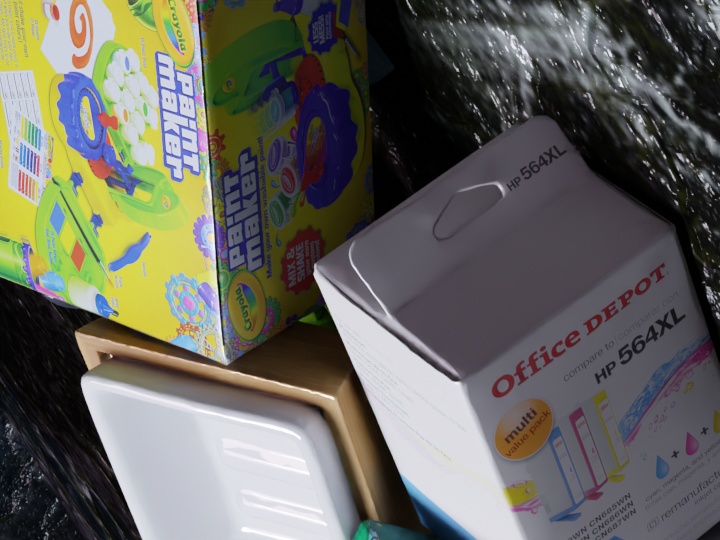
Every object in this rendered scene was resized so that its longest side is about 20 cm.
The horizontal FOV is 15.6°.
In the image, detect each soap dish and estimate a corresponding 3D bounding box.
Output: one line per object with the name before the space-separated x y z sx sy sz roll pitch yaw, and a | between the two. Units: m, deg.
soap dish | -0.046 0.104 1.353 0.156 0.081 0.201 12 140 29

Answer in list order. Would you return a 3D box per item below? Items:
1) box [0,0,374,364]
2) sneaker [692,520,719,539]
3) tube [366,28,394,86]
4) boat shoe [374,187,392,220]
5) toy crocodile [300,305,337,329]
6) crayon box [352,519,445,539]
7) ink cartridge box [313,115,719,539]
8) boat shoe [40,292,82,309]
box | -0.104 -0.089 1.313 0.192 0.122 0.201 20 125 35
sneaker | 0.178 0.163 1.284 0.200 0.070 0.100 20 138 58
tube | -0.062 -0.083 1.413 0.078 0.050 0.200 50 131 3
boat shoe | -0.011 -0.024 1.479 0.060 0.076 0.200 -37 96 31
toy crocodile | 0.000 0.000 1.406 0.199 0.062 0.068 -3 131 31
crayon box | 0.093 0.194 1.289 0.199 0.059 0.119 17 -163 -27
ink cartridge box | 0.080 0.042 1.222 0.125 0.128 0.201 38 158 48
boat shoe | -0.132 -0.016 1.540 0.075 0.062 0.200 40 -162 12
